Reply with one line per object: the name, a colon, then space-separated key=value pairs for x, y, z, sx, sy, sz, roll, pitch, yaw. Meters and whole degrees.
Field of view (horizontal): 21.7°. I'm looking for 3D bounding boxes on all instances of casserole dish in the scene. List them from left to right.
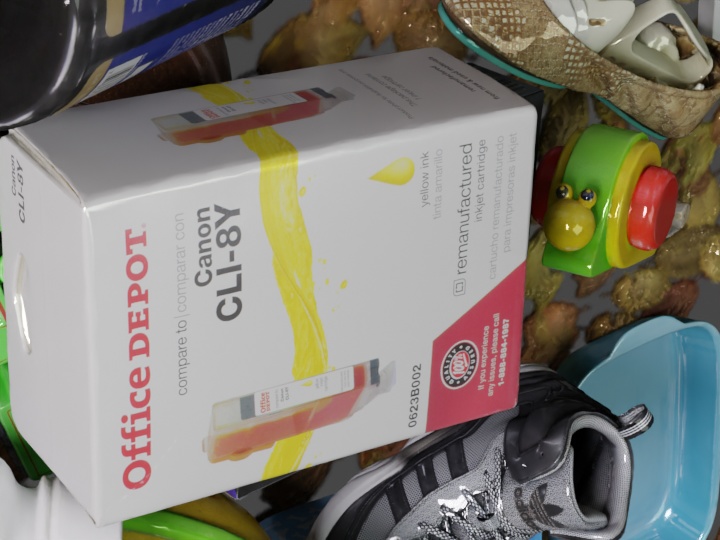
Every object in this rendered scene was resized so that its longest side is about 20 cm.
casserole dish: x=0.157 y=0.108 z=1.111 sx=0.121 sy=0.039 sz=0.200 roll=-22 pitch=125 yaw=-27

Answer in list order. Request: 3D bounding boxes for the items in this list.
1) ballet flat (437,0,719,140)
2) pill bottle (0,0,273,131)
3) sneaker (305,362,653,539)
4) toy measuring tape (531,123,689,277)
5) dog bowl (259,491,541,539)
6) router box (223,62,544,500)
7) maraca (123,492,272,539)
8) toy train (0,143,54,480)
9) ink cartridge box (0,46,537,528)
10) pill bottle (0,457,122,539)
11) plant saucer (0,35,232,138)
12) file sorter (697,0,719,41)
ballet flat: x=0.120 y=-0.120 z=0.937 sx=0.065 sy=0.071 sz=0.200 roll=-40 pitch=147 yaw=28
pill bottle: x=-0.090 y=-0.133 z=0.711 sx=0.200 sy=0.112 sz=0.112 roll=-36 pitch=136 yaw=-53
sneaker: x=0.059 y=0.121 z=0.933 sx=0.200 sy=0.114 sz=0.076 roll=-42 pitch=112 yaw=-23
toy measuring tape: x=0.137 y=-0.044 z=0.966 sx=0.200 sy=0.073 sz=0.074 roll=-20 pitch=129 yaw=-63
dog bowl: x=0.006 y=0.167 z=1.021 sx=0.200 sy=0.050 sz=0.112 roll=-15 pitch=121 yaw=-30
router box: x=0.000 y=0.000 z=0.902 sx=0.200 sy=0.052 sz=0.158 roll=-21 pitch=125 yaw=-41
maraca: x=-0.081 y=0.152 z=0.876 sx=0.199 sy=0.107 sz=0.137 roll=10 pitch=145 yaw=3
toy train: x=-0.152 y=0.011 z=0.782 sx=0.056 sy=0.042 sz=0.200 roll=-24 pitch=131 yaw=-8
ink cartridge box: x=-0.036 y=0.003 z=0.761 sx=0.200 sy=0.083 sz=0.146 roll=-13 pitch=121 yaw=-27
pill bottle: x=-0.199 y=0.125 z=0.754 sx=0.199 sy=0.114 sz=0.115 roll=5 pitch=112 yaw=-11
plant saucer: x=-0.134 y=-0.052 z=0.811 sx=0.200 sy=0.034 sz=0.201 roll=-18 pitch=123 yaw=-30
file sorter: x=0.297 y=-0.169 z=1.011 sx=0.200 sy=0.124 sz=0.139 roll=-19 pitch=123 yaw=-27
